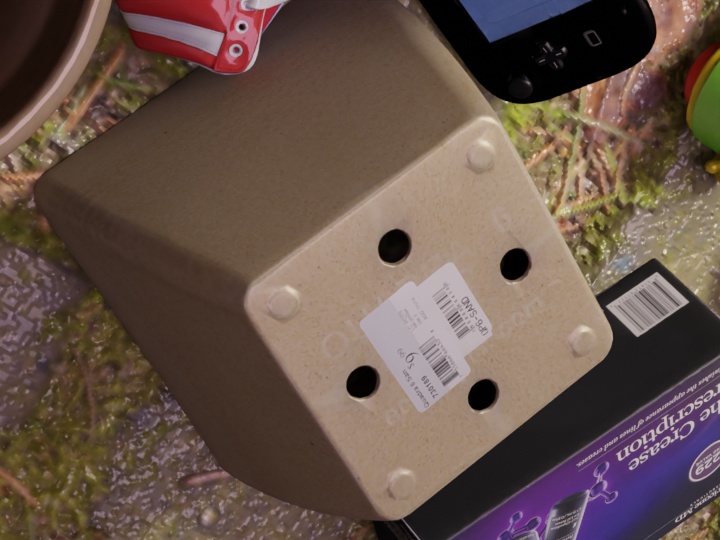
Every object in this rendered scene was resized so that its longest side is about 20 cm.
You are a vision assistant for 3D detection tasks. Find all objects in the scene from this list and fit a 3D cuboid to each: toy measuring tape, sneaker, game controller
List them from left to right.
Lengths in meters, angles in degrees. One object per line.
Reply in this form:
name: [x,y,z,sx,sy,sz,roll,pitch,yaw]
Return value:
sneaker: [-0.026,-0.156,0.721,0.200,0.071,0.113,-11,115,12]
game controller: [0.061,-0.167,0.775,0.200,0.104,0.042,50,50,-28]
toy measuring tape: [0.218,-0.123,0.850,0.073,0.074,0.200,-11,134,-22]

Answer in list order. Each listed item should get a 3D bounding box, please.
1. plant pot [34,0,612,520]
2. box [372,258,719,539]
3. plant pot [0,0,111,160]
plant pot: [0.000,0.000,0.746,0.200,0.177,0.200,-37,117,-12]
box: [0.107,0.107,0.856,0.200,0.079,0.141,-32,144,-13]
plant pot: [-0.211,-0.136,0.610,0.200,0.175,0.201,-7,107,-24]
